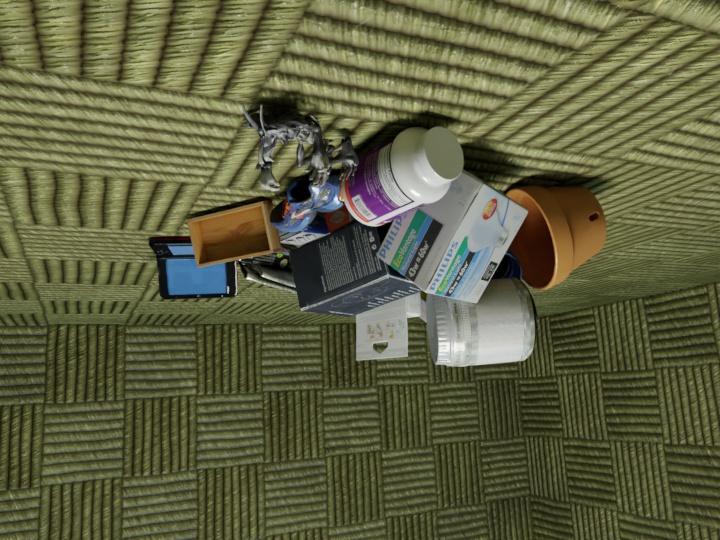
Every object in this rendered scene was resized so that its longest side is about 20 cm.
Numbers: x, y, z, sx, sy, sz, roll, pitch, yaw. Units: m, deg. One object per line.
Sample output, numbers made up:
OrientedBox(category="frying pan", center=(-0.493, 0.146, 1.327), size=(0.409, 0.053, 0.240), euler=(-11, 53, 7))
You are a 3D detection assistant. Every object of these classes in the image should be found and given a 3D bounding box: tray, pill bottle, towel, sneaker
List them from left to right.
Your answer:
OrientedBox(category="tray", center=(-0.255, -0.072, 1.235), size=(0.196, 0.101, 0.037), euler=(-9, -174, 27))
OrientedBox(category="towel", center=(-0.195, -0.016, 1.396), size=(0.197, 0.035, 0.193), euler=(17, -157, -34))
OrientedBox(category="sneaker", center=(-0.108, -0.130, 1.107), size=(0.077, 0.077, 0.198), euler=(17, 150, -38))
OrientedBox(category="pill bottle", center=(0.063, -0.145, 0.938), size=(0.110, 0.116, 0.198), euler=(4, 166, -34))

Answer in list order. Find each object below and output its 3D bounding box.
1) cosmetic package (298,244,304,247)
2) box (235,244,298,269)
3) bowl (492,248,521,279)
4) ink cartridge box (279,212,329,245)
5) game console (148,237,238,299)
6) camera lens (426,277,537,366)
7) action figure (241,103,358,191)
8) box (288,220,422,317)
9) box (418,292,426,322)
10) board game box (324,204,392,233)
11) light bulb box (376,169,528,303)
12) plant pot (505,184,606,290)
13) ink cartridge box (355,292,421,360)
OrientedBox(category="cosmetic package", center=(-0.096, -0.010, 1.467), size=(0.050, 0.155, 0.199), euler=(1, 168, -22))
OrientedBox(category="box", center=(-0.213, -0.051, 1.364), size=(0.198, 0.035, 0.110), euler=(11, -156, -51))
OrientedBox(category="bowl", center=(0.229, 0.012, 1.257), size=(0.195, 0.040, 0.203), euler=(-4, 139, -3))
OrientedBox(category="ink cartridge box", center=(-0.114, -0.098, 1.295), size=(0.092, 0.045, 0.198), euler=(3, 167, -37))
OrientedBox(category="game console", center=(-0.401, -0.004, 1.494), size=(0.195, 0.122, 0.172), euler=(-2, 169, -9))
OrientedBox(category="camera lens", center=(0.236, 0.101, 1.205), size=(0.194, 0.164, 0.160), euler=(-5, 169, -2))
OrientedBox(category="action figure", center=(-0.086, -0.162, 0.847), size=(0.117, 0.105, 0.198), euler=(3, 176, 35))
OrientedBox(category="box", center=(0.000, 0.000, 1.194), size=(0.193, 0.127, 0.199), euler=(-23, 163, 23))
OrientedBox(category="box", center=(0.185, 0.089, 1.399), size=(0.120, 0.049, 0.199), euler=(5, -160, -35))
OrientedBox(category="board game box", center=(0.040, -0.105, 1.210), size=(0.151, 0.041, 0.199), euler=(-27, 161, 19))
OrientedBox(category="light bulb box", center=(0.162, -0.067, 1.066), size=(0.124, 0.201, 0.198), euler=(36, -166, 34))
OrientedBox(category="plant pot", center=(0.383, -0.081, 1.205), size=(0.137, 0.204, 0.200), euler=(-18, 172, -12))
OrientedBox(category="ink cartridge box", center=(0.058, 0.103, 1.344), size=(0.043, 0.178, 0.198), euler=(5, 168, -33))
